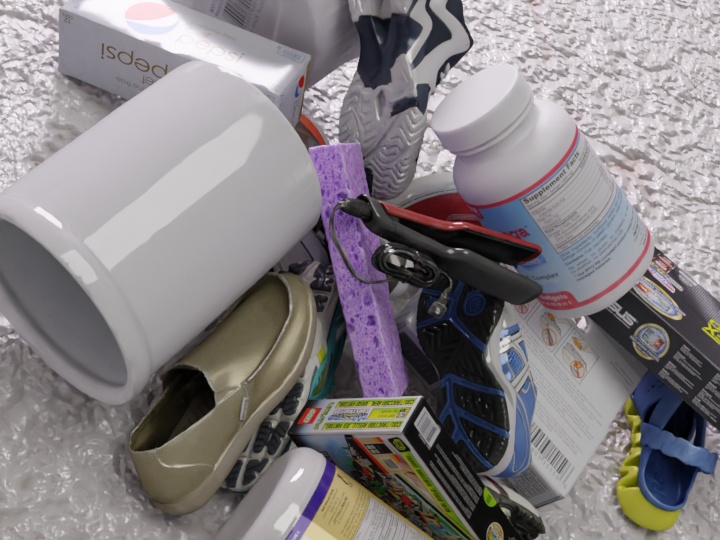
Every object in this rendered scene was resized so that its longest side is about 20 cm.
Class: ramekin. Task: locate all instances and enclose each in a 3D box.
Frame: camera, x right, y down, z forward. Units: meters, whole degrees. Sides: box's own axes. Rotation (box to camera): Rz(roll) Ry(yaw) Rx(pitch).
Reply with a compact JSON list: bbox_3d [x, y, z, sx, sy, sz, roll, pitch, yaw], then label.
[{"bbox_3d":[-0.078,-0.245,1.346,0.200,0.200,0.098,43,54,0],"label":"ramekin"}]

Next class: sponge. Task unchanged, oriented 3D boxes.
[{"bbox_3d":[0.000,0.000,1.211,0.112,0.030,0.200,-25,103,-83],"label":"sponge"}]

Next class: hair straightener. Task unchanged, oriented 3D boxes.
[{"bbox_3d":[0.057,-0.007,1.164,0.200,0.041,0.077,20,57,-36],"label":"hair straightener"}]

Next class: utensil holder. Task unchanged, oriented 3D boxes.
[{"bbox_3d":[-0.151,-0.032,1.127,0.170,0.170,0.200,46,61,2],"label":"utensil holder"}]

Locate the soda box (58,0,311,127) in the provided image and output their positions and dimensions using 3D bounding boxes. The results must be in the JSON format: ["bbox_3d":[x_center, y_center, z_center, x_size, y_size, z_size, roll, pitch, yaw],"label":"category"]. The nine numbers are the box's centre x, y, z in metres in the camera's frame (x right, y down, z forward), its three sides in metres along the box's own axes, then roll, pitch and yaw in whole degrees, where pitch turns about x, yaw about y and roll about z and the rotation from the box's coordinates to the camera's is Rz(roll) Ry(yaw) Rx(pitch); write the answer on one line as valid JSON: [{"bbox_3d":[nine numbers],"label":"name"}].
[{"bbox_3d":[-0.144,-0.168,1.286,0.200,0.068,0.064,23,45,11],"label":"soda box"}]

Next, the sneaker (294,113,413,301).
[{"bbox_3d":[-0.038,-0.050,1.303,0.200,0.077,0.082,50,24,22],"label":"sneaker"}]

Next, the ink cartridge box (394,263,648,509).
[{"bbox_3d":[0.135,0.070,1.337,0.200,0.044,0.174,49,50,-7],"label":"ink cartridge box"}]

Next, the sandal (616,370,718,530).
[{"bbox_3d":[0.275,0.127,1.390,0.079,0.087,0.200,20,48,-20],"label":"sandal"}]

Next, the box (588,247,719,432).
[{"bbox_3d":[0.298,0.068,1.380,0.200,0.044,0.160,42,23,12],"label":"box"}]

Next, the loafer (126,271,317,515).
[{"bbox_3d":[-0.099,0.078,1.136,0.068,0.076,0.200,49,60,-42],"label":"loafer"}]

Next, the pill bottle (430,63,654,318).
[{"bbox_3d":[0.145,-0.065,1.278,0.200,0.109,0.109,51,41,-25],"label":"pill bottle"}]

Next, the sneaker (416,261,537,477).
[{"bbox_3d":[0.095,0.072,1.247,0.077,0.076,0.200,34,47,-50],"label":"sneaker"}]

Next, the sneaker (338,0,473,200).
[{"bbox_3d":[0.047,-0.161,1.311,0.130,0.079,0.199,-9,96,-54],"label":"sneaker"}]

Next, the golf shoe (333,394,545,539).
[{"bbox_3d":[0.058,0.158,1.232,0.200,0.077,0.088,24,43,-18],"label":"golf shoe"}]

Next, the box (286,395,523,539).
[{"bbox_3d":[0.045,0.171,1.130,0.200,0.110,0.035,55,49,-28],"label":"box"}]

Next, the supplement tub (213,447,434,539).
[{"bbox_3d":[-0.005,0.232,1.086,0.200,0.145,0.145,38,46,-6],"label":"supplement tub"}]

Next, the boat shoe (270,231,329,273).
[{"bbox_3d":[-0.112,-0.049,1.269,0.200,0.072,0.066,50,45,-8],"label":"boat shoe"}]

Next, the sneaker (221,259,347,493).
[{"bbox_3d":[-0.049,0.087,1.206,0.080,0.077,0.200,56,49,-42],"label":"sneaker"}]

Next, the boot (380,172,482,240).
[{"bbox_3d":[0.095,-0.010,1.381,0.200,0.072,0.144,-9,69,-39],"label":"boot"}]
